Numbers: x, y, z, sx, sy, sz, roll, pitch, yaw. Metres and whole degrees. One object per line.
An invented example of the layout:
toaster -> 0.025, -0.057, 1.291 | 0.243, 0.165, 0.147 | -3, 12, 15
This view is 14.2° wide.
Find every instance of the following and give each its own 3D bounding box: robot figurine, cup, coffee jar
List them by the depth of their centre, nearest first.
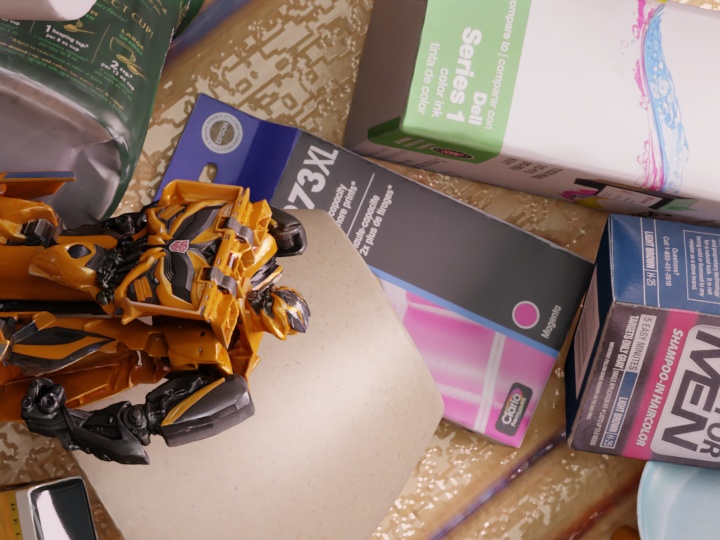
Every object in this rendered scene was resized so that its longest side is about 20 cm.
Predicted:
robot figurine -> -0.118, 0.011, 1.106 | 0.200, 0.145, 0.058 | -1, 133, 16
cup -> -0.050, 0.054, 1.219 | 0.143, 0.200, 0.200 | -31, 93, -4
coffee jar -> -0.125, -0.108, 1.231 | 0.104, 0.085, 0.200 | 26, 40, -6

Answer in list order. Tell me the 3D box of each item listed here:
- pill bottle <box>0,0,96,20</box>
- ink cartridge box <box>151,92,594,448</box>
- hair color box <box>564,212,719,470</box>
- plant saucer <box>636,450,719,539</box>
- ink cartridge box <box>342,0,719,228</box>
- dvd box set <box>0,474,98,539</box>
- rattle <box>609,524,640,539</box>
pill bottle -> -0.203, -0.145, 1.120 | 0.200, 0.114, 0.115 | 4, 87, 15
ink cartridge box -> 0.000, 0.000, 1.321 | 0.200, 0.037, 0.095 | 24, 85, -6
hair color box -> 0.199, 0.041, 1.301 | 0.200, 0.100, 0.061 | 7, 44, -5
plant saucer -> 0.220, 0.132, 1.302 | 0.200, 0.200, 0.027 | 3, 131, -10
ink cartridge box -> 0.107, -0.075, 1.285 | 0.200, 0.145, 0.084 | 12, 86, -10
dvd box set -> -0.161, 0.165, 1.207 | 0.029, 0.200, 0.147 | -12, 91, -36
rattle -> 0.224, 0.191, 1.326 | 0.200, 0.130, 0.143 | -9, 45, 0
